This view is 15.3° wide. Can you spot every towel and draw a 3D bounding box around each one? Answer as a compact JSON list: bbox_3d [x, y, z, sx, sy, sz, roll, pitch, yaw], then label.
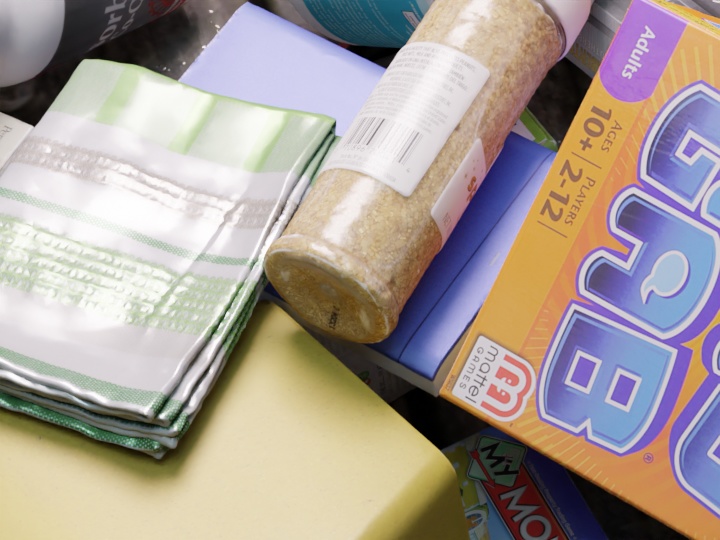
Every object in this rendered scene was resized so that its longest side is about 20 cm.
[{"bbox_3d":[-0.110,-0.015,1.219,0.148,0.031,0.201,16,53,17],"label":"towel"}]

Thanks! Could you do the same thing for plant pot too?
[{"bbox_3d":[-0.056,0.138,1.225,0.176,0.201,0.200,-38,57,-18],"label":"plant pot"}]

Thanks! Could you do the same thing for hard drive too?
[{"bbox_3d":[-0.011,-0.038,1.268,0.199,0.025,0.132,28,65,23],"label":"hard drive"}]

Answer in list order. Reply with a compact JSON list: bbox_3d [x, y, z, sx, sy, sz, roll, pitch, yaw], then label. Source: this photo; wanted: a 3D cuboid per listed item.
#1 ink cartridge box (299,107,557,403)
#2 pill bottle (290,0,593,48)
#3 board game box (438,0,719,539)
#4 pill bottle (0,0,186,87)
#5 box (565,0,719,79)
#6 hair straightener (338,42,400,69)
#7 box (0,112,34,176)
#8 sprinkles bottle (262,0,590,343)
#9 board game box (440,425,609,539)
[{"bbox_3d":[0.000,0.000,1.345,0.199,0.148,0.076,-30,59,-13],"label":"ink cartridge box"},{"bbox_3d":[0.028,-0.171,1.407,0.111,0.111,0.200,-47,29,-22],"label":"pill bottle"},{"bbox_3d":[0.191,0.012,1.234,0.199,0.200,0.201,29,100,18],"label":"board game box"},{"bbox_3d":[-0.181,-0.166,1.449,0.115,0.116,0.200,30,37,23],"label":"pill bottle"},{"bbox_3d":[0.171,-0.158,1.440,0.158,0.049,0.200,-21,41,-24],"label":"box"},{"bbox_3d":[-0.007,-0.090,1.466,0.199,0.041,0.077,-26,59,-17],"label":"hair straightener"},{"bbox_3d":[-0.273,-0.059,1.455,0.199,0.078,0.095,22,61,19],"label":"box"},{"bbox_3d":[0.032,-0.063,1.222,0.068,0.068,0.201,23,63,20],"label":"sprinkles bottle"},{"bbox_3d":[0.070,0.177,1.296,0.134,0.029,0.201,-25,58,-9],"label":"board game box"}]
